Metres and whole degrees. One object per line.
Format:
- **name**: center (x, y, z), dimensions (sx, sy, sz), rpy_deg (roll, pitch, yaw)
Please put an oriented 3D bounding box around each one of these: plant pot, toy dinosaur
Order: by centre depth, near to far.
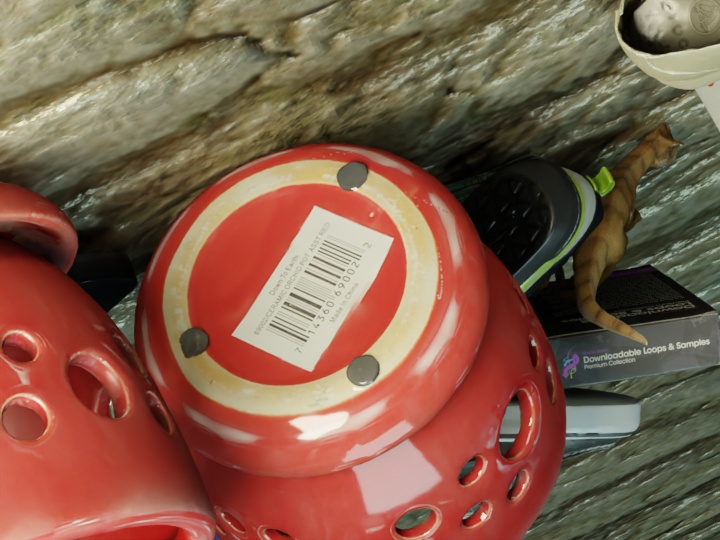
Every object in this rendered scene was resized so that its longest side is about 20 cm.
- **plant pot**: center (-0.189, 0.074, 1.323), dimensions (0.200, 0.183, 0.200), rpy_deg (-24, 163, -8)
- **plant pot**: center (-0.011, 0.046, 1.492), dimensions (0.200, 0.201, 0.183), rpy_deg (-26, 146, 2)
- **toy dinosaur**: center (0.127, -0.013, 1.662), dimensions (0.106, 0.060, 0.200), rpy_deg (-47, -165, 43)

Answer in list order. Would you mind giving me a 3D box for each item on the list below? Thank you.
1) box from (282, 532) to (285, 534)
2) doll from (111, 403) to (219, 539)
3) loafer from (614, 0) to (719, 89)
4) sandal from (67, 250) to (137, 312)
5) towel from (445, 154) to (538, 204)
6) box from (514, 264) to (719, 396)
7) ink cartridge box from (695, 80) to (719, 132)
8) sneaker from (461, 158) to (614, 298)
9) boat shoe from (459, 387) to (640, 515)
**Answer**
- **box**: center (-0.126, 0.203, 1.941), dimensions (0.122, 0.106, 0.200), rpy_deg (-32, 162, 26)
- **doll**: center (-0.118, 0.127, 1.707), dimensions (0.200, 0.137, 0.048), rpy_deg (-23, -162, -20)
- **loafer**: center (0.202, -0.147, 1.442), dimensions (0.200, 0.076, 0.068), rpy_deg (-37, 166, 33)
- **sandal**: center (-0.176, 0.049, 1.529), dimensions (0.076, 0.043, 0.200), rpy_deg (-7, 155, -47)
- **towel**: center (0.000, 0.000, 1.679), dimensions (0.200, 0.022, 0.147), rpy_deg (-21, 162, -20)
- **box**: center (0.120, 0.035, 1.732), dimensions (0.143, 0.036, 0.200), rpy_deg (-9, -173, -4)
- **ink cartridge box**: center (0.264, -0.073, 1.539), dimensions (0.083, 0.200, 0.147), rpy_deg (-22, 163, -23)
- **sneaker**: center (0.060, 0.010, 1.642), dimensions (0.200, 0.072, 0.083), rpy_deg (-36, 164, 27)
- **boat shoe**: center (0.060, 0.105, 1.654), dimensions (0.199, 0.068, 0.074), rpy_deg (-6, -172, -18)
